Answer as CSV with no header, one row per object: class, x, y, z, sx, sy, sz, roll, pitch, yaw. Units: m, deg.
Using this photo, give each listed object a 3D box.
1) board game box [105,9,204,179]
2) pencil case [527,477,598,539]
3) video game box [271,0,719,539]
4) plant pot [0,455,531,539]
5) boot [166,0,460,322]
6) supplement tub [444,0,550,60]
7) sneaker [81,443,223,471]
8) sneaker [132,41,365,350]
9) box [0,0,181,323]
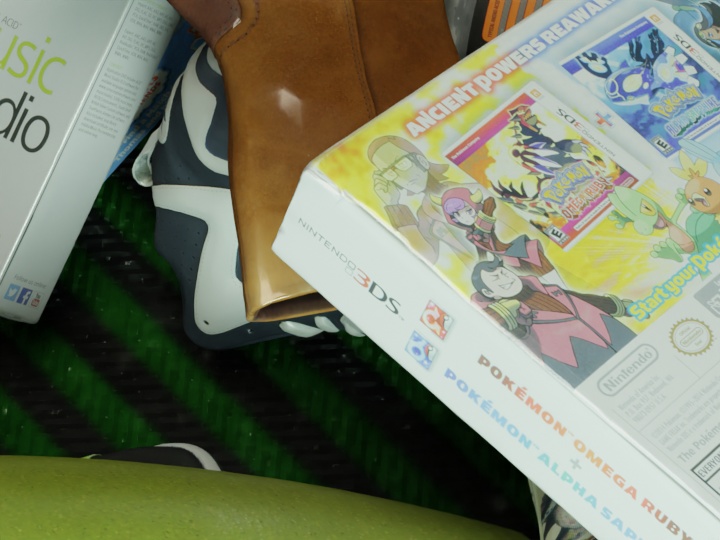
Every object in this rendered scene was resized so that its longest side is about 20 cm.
board game box,-0.094,-0.142,1.149,0.200,0.037,0.151,-47,60,14
pencil case,0.088,0.079,0.936,0.089,0.078,0.201,-14,44,9
video game box,0.101,-0.003,0.921,0.182,0.047,0.200,43,46,13
plant pot,-0.037,0.141,0.959,0.199,0.187,0.188,-6,58,-19
boot,-0.050,-0.069,0.982,0.187,0.069,0.201,-2,63,-22
supplement tub,0.107,-0.083,1.081,0.199,0.123,0.123,19,65,18
sneaker,-0.139,0.108,1.036,0.199,0.083,0.072,-22,60,-4
sneaker,0.000,0.000,1.084,0.199,0.129,0.080,35,55,-16
box,-0.137,-0.100,1.122,0.144,0.036,0.201,27,92,32
